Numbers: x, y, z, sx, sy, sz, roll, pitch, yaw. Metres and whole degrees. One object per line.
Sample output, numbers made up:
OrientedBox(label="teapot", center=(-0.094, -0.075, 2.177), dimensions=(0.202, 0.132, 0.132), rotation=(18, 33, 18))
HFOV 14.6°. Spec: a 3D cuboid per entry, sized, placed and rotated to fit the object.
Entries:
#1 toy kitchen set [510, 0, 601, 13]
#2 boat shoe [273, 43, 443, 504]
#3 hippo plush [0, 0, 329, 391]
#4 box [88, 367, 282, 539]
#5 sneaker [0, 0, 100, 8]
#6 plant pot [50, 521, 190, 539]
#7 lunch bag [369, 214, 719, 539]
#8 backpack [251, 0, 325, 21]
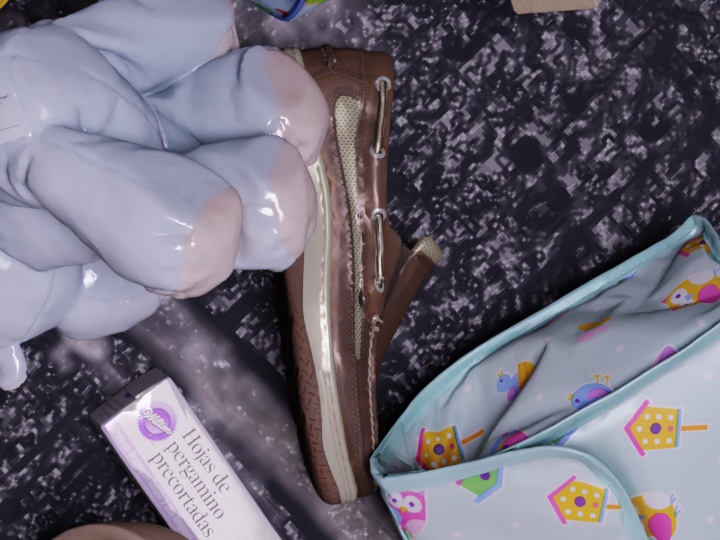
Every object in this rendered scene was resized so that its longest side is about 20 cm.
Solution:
OrientedBox(label="toy kitchen set", center=(0.024, -0.237, 1.233), dimensions=(0.180, 0.163, 0.200), rotation=(-2, 127, 24))
OrientedBox(label="boat shoe", center=(0.001, 0.000, 1.235), dimensions=(0.075, 0.075, 0.203), rotation=(-8, 96, -6))
OrientedBox(label="hippo plush", center=(-0.117, -0.016, 1.151), dimensions=(0.200, 0.161, 0.159), rotation=(-11, 55, -36))
OrientedBox(label="box", center=(-0.049, 0.136, 1.254), dimensions=(0.039, 0.041, 0.200), rotation=(-35, 101, -10))
OrientedBox(label="sneaker", center=(-0.083, -0.148, 1.216), dimensions=(0.200, 0.078, 0.082), rotation=(0, 115, -14))
OrientedBox(label="plant pot", center=(-0.071, 0.204, 1.190), dimensions=(0.093, 0.201, 0.201), rotation=(-2, 95, -38))
OrientedBox(label="lunch bag", center=(0.118, 0.102, 1.242), dimensions=(0.200, 0.122, 0.170), rotation=(-33, 117, -9))
OrientedBox(label="backpack", center=(-0.059, -0.192, 1.104), dimensions=(0.200, 0.163, 0.154), rotation=(19, 69, -13))
